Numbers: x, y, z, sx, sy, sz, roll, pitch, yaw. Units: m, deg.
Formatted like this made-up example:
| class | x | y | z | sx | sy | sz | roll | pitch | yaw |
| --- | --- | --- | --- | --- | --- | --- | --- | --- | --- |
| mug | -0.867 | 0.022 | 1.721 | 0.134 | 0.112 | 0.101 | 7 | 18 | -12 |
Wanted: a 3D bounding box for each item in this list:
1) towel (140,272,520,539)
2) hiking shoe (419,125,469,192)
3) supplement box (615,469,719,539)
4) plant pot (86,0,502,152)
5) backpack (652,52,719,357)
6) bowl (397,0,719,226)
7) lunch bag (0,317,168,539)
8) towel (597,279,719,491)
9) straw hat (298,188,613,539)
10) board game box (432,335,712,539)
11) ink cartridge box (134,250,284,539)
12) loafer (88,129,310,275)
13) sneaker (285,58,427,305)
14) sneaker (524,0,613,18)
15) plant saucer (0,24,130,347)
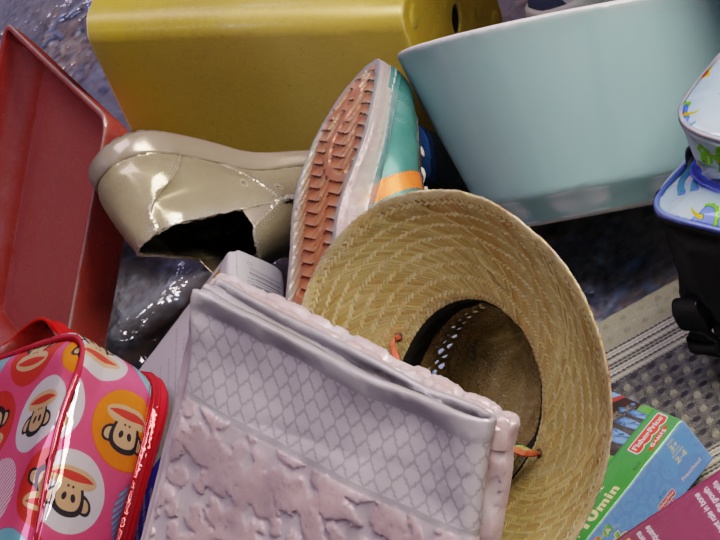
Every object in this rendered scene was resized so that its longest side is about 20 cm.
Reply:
| class | x | y | z | sx | sy | sz | roll | pitch | yaw |
| --- | --- | --- | --- | --- | --- | --- | --- | --- | --- |
| towel | -0.022 | 0.121 | 1.259 | 0.199 | 0.032 | 0.193 | 24 | 111 | 37 |
| hiking shoe | 0.000 | 0.000 | 1.458 | 0.201 | 0.086 | 0.074 | -59 | 6 | -36 |
| supplement box | 0.177 | 0.157 | 1.185 | 0.199 | 0.086 | 0.111 | -34 | 38 | 2 |
| plant pot | -0.024 | -0.146 | 1.582 | 0.175 | 0.201 | 0.201 | -1 | 48 | 22 |
| backpack | 0.256 | -0.056 | 1.289 | 0.182 | 0.148 | 0.200 | 15 | 46 | 33 |
| bowl | 0.126 | -0.083 | 1.421 | 0.199 | 0.106 | 0.201 | -11 | 0 | 0 |
| lunch bag | -0.192 | 0.112 | 1.462 | 0.199 | 0.082 | 0.177 | -16 | 54 | 49 |
| towel | 0.140 | 0.094 | 1.332 | 0.199 | 0.035 | 0.193 | -30 | 35 | 11 |
| straw hat | 0.061 | 0.058 | 1.257 | 0.200 | 0.203 | 0.085 | 6 | 9 | 40 |
| board game box | 0.057 | 0.113 | 1.321 | 0.151 | 0.037 | 0.200 | -50 | 34 | -14 |
| ink cartridge box | -0.103 | 0.122 | 1.442 | 0.200 | 0.043 | 0.199 | -50 | 28 | 31 |
| loafer | -0.059 | -0.027 | 1.504 | 0.076 | 0.199 | 0.069 | -44 | 47 | 50 |
| sneaker | 0.012 | -0.013 | 1.389 | 0.071 | 0.080 | 0.201 | -33 | 40 | 50 |
| sneaker | 0.144 | -0.185 | 1.517 | 0.074 | 0.085 | 0.200 | -11 | 1 | -19 |
| plant saucer | -0.185 | -0.024 | 1.598 | 0.200 | 0.036 | 0.201 | -139 | 57 | -59 |
